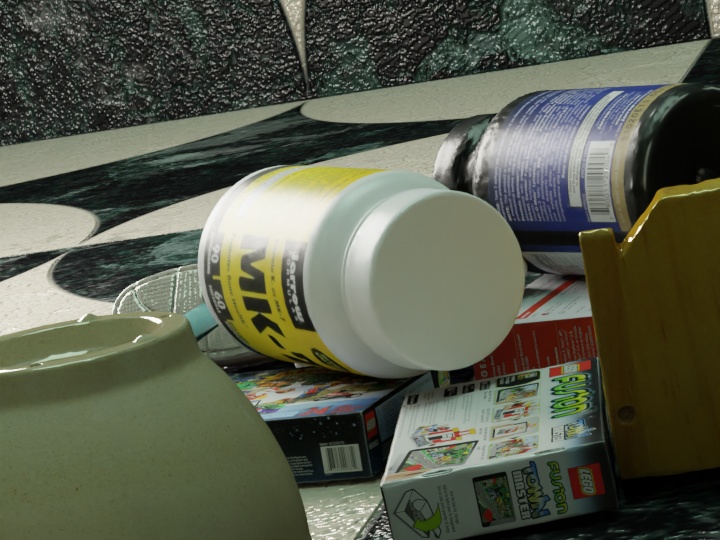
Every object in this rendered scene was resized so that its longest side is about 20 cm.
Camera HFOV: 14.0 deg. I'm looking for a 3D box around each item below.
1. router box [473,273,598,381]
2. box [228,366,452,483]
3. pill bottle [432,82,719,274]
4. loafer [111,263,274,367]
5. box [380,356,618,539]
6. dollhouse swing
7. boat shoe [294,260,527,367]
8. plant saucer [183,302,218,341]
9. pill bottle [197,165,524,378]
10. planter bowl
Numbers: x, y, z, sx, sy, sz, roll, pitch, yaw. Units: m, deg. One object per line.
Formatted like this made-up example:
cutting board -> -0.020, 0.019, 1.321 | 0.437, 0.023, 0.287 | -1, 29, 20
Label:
router box -> 0.180, 0.026, 1.713 | 0.179, 0.049, 0.200 | -6, 10, 24
box -> -0.063, 0.087, 1.631 | 0.200, 0.038, 0.137 | -6, 10, 22
pill bottle -> 0.138, -0.052, 1.730 | 0.112, 0.112, 0.200 | -17, 12, -37
loafer -> -0.061, 0.035, 1.919 | 0.200, 0.072, 0.063 | -6, -30, 13
box -> 0.072, 0.089, 1.470 | 0.110, 0.035, 0.200 | -11, 9, 6
dollhouse swing -> 0.215, 0.011, 1.453 | 0.200, 0.182, 0.176 | -9, 20, 5
boat shoe -> 0.027, 0.029, 1.773 | 0.200, 0.071, 0.069 | -25, 35, 55
plant saucer -> -0.164, 0.074, 1.681 | 0.200, 0.019, 0.070 | -31, -3, -34
pill bottle -> 0.000, 0.000, 1.616 | 0.114, 0.115, 0.200 | -14, 9, -27
planter bowl -> -0.126, 0.095, 1.344 | 0.200, 0.135, 0.200 | -10, 9, 2
